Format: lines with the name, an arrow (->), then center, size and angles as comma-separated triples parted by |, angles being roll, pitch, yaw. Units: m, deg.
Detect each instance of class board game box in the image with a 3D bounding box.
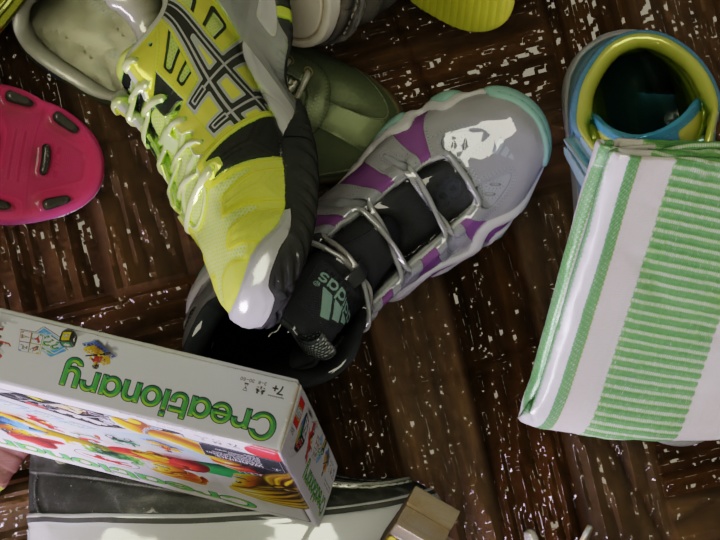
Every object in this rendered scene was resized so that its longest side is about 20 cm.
board game box -> -0.115, 0.058, 0.844 | 0.200, 0.126, 0.035 | 13, 71, 11

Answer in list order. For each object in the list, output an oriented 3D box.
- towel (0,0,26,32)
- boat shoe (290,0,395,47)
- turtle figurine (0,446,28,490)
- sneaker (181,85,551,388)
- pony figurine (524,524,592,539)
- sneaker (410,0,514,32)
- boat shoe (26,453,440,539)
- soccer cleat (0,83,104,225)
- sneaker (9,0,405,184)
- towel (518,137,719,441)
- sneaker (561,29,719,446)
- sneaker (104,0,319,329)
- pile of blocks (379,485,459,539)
towel -> -0.179, -0.157, 0.892 | 0.086, 0.018, 0.200 | 39, 90, 17
boat shoe -> -0.064, -0.167, 0.929 | 0.200, 0.057, 0.067 | 38, 130, 29
turtle figurine -> -0.237, 0.137, 0.941 | 0.200, 0.064, 0.161 | 24, 91, 6
sneaker -> 0.000, 0.000, 0.868 | 0.200, 0.140, 0.078 | -37, 102, 17
pony figurine -> 0.105, 0.238, 0.876 | 0.193, 0.167, 0.200 | 39, 108, 16
sneaker -> 0.012, -0.194, 0.925 | 0.200, 0.074, 0.082 | 39, 64, 14
boat shoe -> -0.061, 0.102, 0.922 | 0.200, 0.071, 0.064 | -2, 84, 3
soccer cleat -> -0.228, -0.058, 0.949 | 0.200, 0.086, 0.070 | 3, 85, -18
sneaker -> -0.077, -0.090, 0.919 | 0.200, 0.090, 0.067 | 21, 93, 6
towel -> 0.175, 0.010, 0.857 | 0.200, 0.023, 0.153 | 0, 120, -23
sneaker -> 0.130, -0.015, 0.879 | 0.079, 0.131, 0.200 | -12, 88, 4
sneaker -> -0.066, -0.057, 0.817 | 0.076, 0.075, 0.200 | 5, 48, -21
pile of blocks -> 0.001, 0.196, 0.861 | 0.062, 0.082, 0.200 | 29, 104, 1
